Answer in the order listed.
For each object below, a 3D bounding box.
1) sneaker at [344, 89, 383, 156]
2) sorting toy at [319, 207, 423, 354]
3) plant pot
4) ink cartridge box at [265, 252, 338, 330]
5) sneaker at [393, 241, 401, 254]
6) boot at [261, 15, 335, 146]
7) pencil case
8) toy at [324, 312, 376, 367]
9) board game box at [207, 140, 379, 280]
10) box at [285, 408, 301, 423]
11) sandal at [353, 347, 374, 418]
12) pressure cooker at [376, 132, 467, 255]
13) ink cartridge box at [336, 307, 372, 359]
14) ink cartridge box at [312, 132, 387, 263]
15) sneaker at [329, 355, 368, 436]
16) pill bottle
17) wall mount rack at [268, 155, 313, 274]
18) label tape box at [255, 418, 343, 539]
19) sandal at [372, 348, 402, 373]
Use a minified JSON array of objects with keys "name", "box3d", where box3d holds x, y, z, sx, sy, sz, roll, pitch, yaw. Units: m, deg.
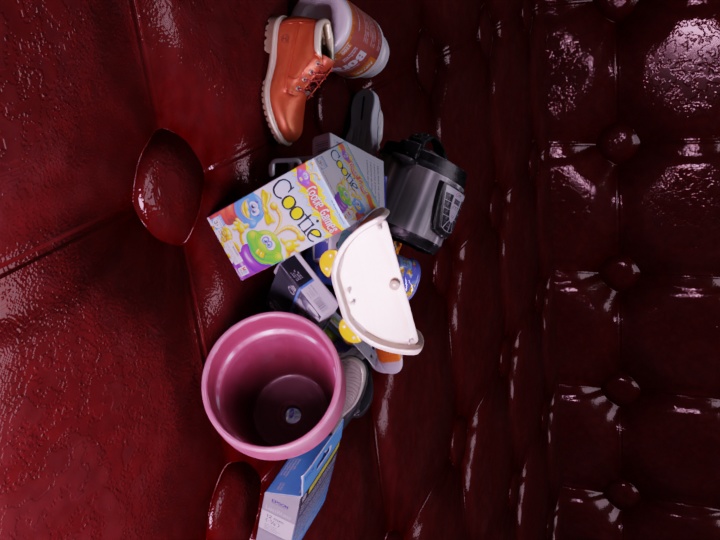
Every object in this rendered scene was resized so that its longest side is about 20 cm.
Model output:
[{"name":"sneaker","box3d":[0.011,-0.237,1.579,0.071,0.073,0.201,45,52,-54]},{"name":"sorting toy","box3d":[0.022,0.002,1.220,0.180,0.106,0.201,-66,142,-69]},{"name":"plant pot","box3d":[-0.113,0.184,1.231,0.179,0.199,0.201,78,24,-64]},{"name":"ink cartridge box","box3d":[-0.093,0.056,1.275,0.039,0.100,0.200,-36,169,-23]},{"name":"sneaker","box3d":[0.041,-0.065,1.659,0.078,0.077,0.201,-48,134,-52]},{"name":"boot","box3d":[-0.091,-0.292,1.312,0.075,0.107,0.202,-12,104,-66]},{"name":"pencil case","box3d":[0.000,0.000,1.427,0.078,0.199,0.087,-152,-103,-71]},{"name":"toy","box3d":[-0.057,0.085,1.371,0.200,0.047,0.115,49,6,-3]},{"name":"board game box","box3d":[-0.094,-0.082,1.182,0.105,0.199,0.103,61,31,-7]},{"name":"box","box3d":[-0.091,0.232,1.437,0.200,0.041,0.039,9,87,-65]},{"name":"sandal","box3d":[-0.012,0.172,1.573,0.048,0.075,0.202,63,28,-56]},{"name":"pressure cooker","box3d":[0.095,-0.148,1.537,0.201,0.178,0.176,-68,-162,-1]},{"name":"ink cartridge box","box3d":[-0.014,0.097,1.498,0.117,0.067,0.201,130,-22,-62]},{"name":"ink cartridge box","box3d":[0.000,-0.090,1.331,0.200,0.040,0.201,19,65,-52]},{"name":"sneaker","box3d":[-0.028,0.193,1.382,0.106,0.075,0.201,-40,162,-52]},{"name":"pill bottle","box3d":[-0.027,-0.388,1.432,0.200,0.111,0.113,3,89,-65]},{"name":"wall mount rack","box3d":[-0.095,-0.090,1.338,0.200,0.074,0.175,-40,126,-76]},{"name":"label tape box","box3d":[-0.095,0.333,1.333,0.143,0.066,0.201,-51,157,-52]},{"name":"sandal","box3d":[0.044,0.115,1.679,0.059,0.079,0.208,-54,138,-46]}]
